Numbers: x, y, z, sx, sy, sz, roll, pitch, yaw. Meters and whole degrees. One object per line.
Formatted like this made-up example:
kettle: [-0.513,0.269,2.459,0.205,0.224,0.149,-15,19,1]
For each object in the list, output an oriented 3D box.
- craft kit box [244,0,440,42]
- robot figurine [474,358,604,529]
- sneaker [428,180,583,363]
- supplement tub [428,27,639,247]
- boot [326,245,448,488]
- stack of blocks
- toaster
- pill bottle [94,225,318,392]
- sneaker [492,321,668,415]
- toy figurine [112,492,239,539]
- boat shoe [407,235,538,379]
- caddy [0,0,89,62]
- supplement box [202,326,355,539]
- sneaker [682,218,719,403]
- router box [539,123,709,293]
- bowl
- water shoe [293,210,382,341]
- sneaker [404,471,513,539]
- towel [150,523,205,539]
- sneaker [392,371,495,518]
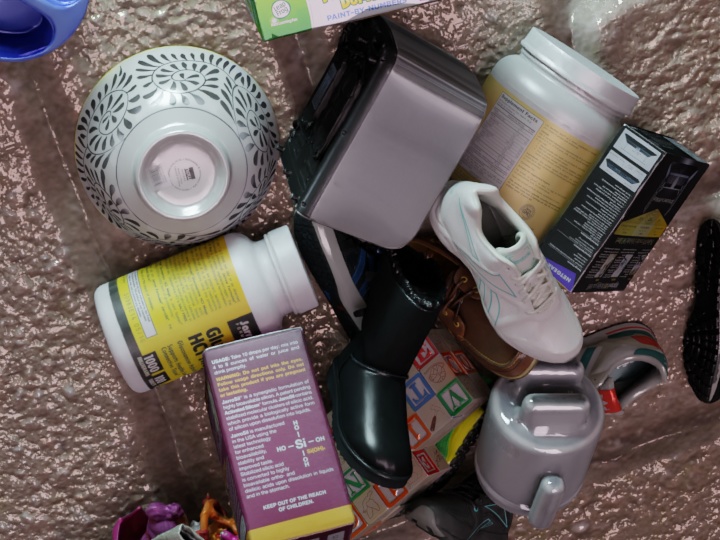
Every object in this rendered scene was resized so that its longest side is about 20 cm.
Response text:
craft kit box: [-0.008,-0.266,1.531,0.196,0.200,0.049,-17,112,-4]
robot figurine: [0.173,0.165,1.688,0.112,0.170,0.201,3,140,-4]
sneaker: [0.138,0.004,1.551,0.070,0.080,0.201,-42,102,-18]
supplement tub: [0.160,-0.115,1.645,0.145,0.146,0.201,29,103,-18]
boot: [0.032,0.083,1.606,0.073,0.199,0.163,16,119,-22]
stack of blocks: [0.036,0.165,1.728,0.200,0.059,0.115,-42,74,20]
toaster: [0.018,-0.140,1.595,0.118,0.181,0.201,25,106,-18]
pill bottle: [-0.147,0.032,1.667,0.199,0.113,0.113,-22,113,0]
sneaker: [0.224,0.120,1.773,0.199,0.093,0.071,-22,112,-1]
toy figurine: [-0.163,0.284,1.745,0.183,0.151,0.201,13,131,-4]
boat shoe: [0.102,0.033,1.659,0.067,0.200,0.072,22,110,-40]
caddy: [-0.335,-0.275,1.522,0.199,0.105,0.142,31,102,-19]
supplement box: [-0.080,0.176,1.634,0.103,0.131,0.201,-13,68,-9]
sneaker: [0.395,0.045,1.786,0.087,0.076,0.201,-1,111,-15]
router box: [0.254,-0.057,1.661,0.052,0.200,0.158,37,103,19]
bowl: [-0.170,-0.103,1.622,0.199,0.094,0.202,-3,110,-9]
water shoe: [0.000,0.000,1.714,0.079,0.071,0.201,-35,119,-17]
sneaker: [0.108,0.240,1.774,0.075,0.200,0.080,30,95,25]
towel: [-0.170,0.345,1.697,0.192,0.035,0.200,43,130,-16]
sneaker: [0.069,0.177,1.791,0.085,0.078,0.200,40,110,16]
